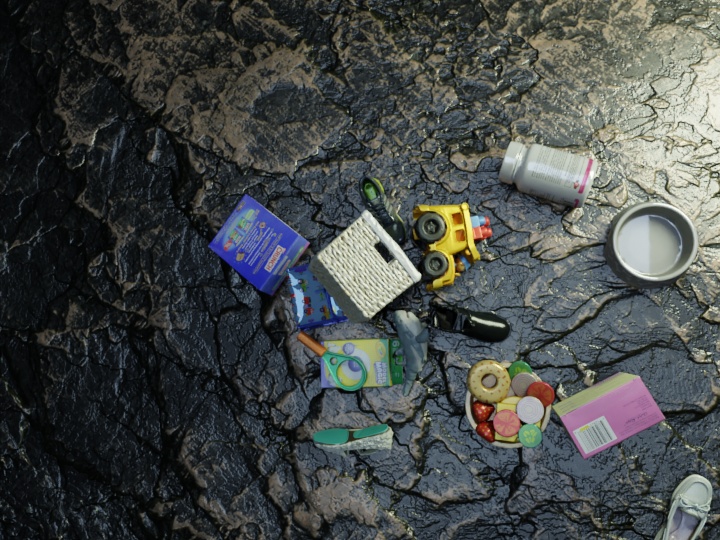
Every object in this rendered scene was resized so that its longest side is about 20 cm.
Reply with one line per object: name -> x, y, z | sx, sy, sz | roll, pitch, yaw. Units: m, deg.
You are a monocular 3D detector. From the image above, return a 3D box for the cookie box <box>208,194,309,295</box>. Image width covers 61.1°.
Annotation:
cookie box -> -0.257, -0.064, 1.546 | 0.200, 0.075, 0.171 | 38, 93, 23

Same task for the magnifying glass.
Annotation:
magnifying glass -> -0.071, 0.214, 1.470 | 0.200, 0.022, 0.080 | 36, 93, 15

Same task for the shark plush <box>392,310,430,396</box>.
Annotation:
shark plush -> 0.115, 0.195, 1.458 | 0.083, 0.091, 0.201 | 3, 109, 0

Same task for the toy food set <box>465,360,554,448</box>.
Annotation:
toy food set -> 0.340, 0.307, 1.398 | 0.197, 0.049, 0.201 | 3, 84, 15

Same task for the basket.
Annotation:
basket -> 0.000, 0.000, 1.398 | 0.161, 0.200, 0.198 | -40, 91, -13

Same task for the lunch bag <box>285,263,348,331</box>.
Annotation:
lunch bag -> -0.070, 0.054, 1.510 | 0.199, 0.094, 0.151 | -13, 80, -2

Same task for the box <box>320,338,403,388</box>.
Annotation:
box -> 0.003, 0.226, 1.485 | 0.199, 0.048, 0.118 | -4, 83, 11

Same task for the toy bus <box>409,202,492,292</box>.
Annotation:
toy bus -> 0.221, -0.060, 1.435 | 0.191, 0.136, 0.201 | -8, 84, -4

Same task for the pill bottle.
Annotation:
pill bottle -> 0.428, -0.224, 1.402 | 0.199, 0.113, 0.114 | 19, 89, 13

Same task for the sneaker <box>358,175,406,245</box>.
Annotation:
sneaker -> 0.045, -0.148, 1.496 | 0.074, 0.081, 0.200 | -33, 78, 8

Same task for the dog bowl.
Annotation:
dog bowl -> 0.652, -0.061, 1.364 | 0.199, 0.059, 0.201 | -1, 84, 13

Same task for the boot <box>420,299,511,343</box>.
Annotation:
boot -> 0.243, 0.118, 1.382 | 0.198, 0.162, 0.074 | 15, 89, 14

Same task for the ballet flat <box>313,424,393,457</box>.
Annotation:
ballet flat -> -0.017, 0.416, 1.462 | 0.199, 0.072, 0.072 | -9, 82, 12

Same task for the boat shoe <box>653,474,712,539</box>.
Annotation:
boat shoe -> 0.686, 0.532, 1.290 | 0.074, 0.065, 0.202 | 29, 91, 14

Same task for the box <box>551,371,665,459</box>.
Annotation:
box -> 0.512, 0.300, 1.284 | 0.176, 0.200, 0.097 | -30, 78, 8
